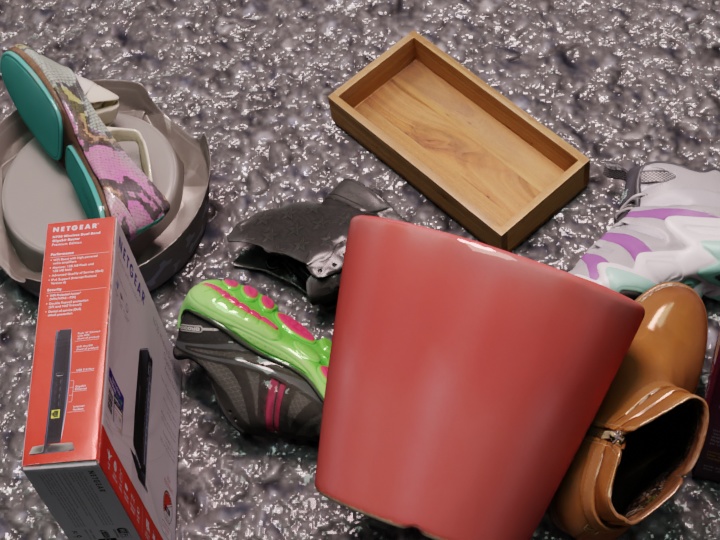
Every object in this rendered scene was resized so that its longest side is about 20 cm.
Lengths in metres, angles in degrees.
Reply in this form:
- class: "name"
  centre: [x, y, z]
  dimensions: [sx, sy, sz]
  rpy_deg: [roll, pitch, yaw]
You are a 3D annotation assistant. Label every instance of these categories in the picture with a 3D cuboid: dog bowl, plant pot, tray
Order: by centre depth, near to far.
- class: "plant pot"
  centre: [0.063, 0.078, 0.960]
  dimensions: [0.199, 0.200, 0.178]
  rpy_deg: [17, 87, 17]
- class: "dog bowl"
  centre: [-0.212, -0.058, 1.191]
  dimensions: [0.199, 0.059, 0.201]
  rpy_deg: [-3, 56, 4]
- class: "tray"
  centre: [0.077, -0.105, 1.200]
  dimensions: [0.099, 0.037, 0.200]
  rpy_deg: [-40, 60, -18]

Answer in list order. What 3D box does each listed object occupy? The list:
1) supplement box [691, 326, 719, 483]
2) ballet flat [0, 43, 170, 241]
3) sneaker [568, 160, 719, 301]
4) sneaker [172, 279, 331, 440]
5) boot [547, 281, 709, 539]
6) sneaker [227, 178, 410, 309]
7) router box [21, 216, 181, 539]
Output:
- class: "supplement box"
  centre: [0.275, 0.055, 0.971]
  dimensions: [0.085, 0.200, 0.111]
  rpy_deg: [12, 59, 13]
- class: "ballet flat"
  centre: [-0.208, -0.102, 1.153]
  dimensions: [0.071, 0.069, 0.200]
  rpy_deg: [-20, 59, -28]
- class: "sneaker"
  centre: [0.200, -0.027, 1.116]
  dimensions: [0.199, 0.078, 0.140]
  rpy_deg: [-13, 54, -13]
- class: "sneaker"
  centre: [-0.052, 0.088, 1.077]
  dimensions: [0.200, 0.077, 0.084]
  rpy_deg: [39, 113, 15]
- class: "boot"
  centre: [0.188, 0.085, 0.968]
  dimensions: [0.077, 0.155, 0.200]
  rpy_deg: [35, 77, 3]
- class: "sneaker"
  centre: [0.000, -0.002, 1.130]
  dimensions: [0.199, 0.060, 0.104]
  rpy_deg: [34, 66, 31]
- class: "router box"
  centre: [-0.167, 0.095, 1.000]
  dimensions: [0.049, 0.200, 0.180]
  rpy_deg: [-5, 56, 5]
